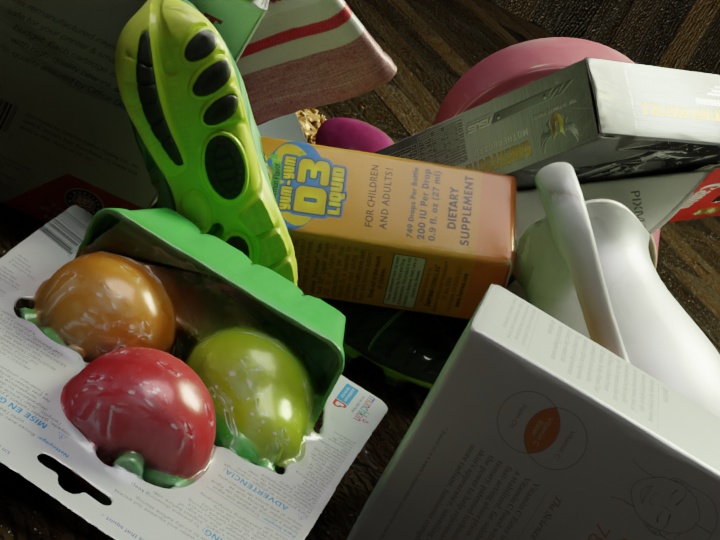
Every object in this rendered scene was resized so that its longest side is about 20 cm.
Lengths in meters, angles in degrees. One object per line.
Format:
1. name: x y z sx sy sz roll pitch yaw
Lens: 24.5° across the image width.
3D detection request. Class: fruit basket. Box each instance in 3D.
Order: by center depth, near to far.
1. fruit basket: -0.092 0.056 0.716 0.184 0.094 0.200 30 31 4

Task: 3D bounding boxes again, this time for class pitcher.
1. pitcher: 0.136 0.054 0.883 0.172 0.120 0.202 51 23 -62

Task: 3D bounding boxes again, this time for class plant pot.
1. plant pot: 0.156 -0.055 1.299 0.198 0.201 0.180 25 31 -16

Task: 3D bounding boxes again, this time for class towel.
1. towel: -0.090 -0.154 0.940 0.200 0.143 0.023 46 41 -38

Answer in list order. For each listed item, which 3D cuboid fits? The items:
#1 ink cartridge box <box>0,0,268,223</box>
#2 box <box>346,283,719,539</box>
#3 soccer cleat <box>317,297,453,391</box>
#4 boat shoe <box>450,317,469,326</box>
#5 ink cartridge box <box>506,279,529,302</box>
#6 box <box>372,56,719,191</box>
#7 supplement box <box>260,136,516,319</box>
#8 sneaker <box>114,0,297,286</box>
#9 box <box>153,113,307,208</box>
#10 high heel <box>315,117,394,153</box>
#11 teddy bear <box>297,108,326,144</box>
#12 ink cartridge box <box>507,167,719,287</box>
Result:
1. ink cartridge box: -0.148 -0.124 0.889 0.146 0.200 0.083 26 40 -14
2. box: 0.112 0.117 0.774 0.199 0.125 0.097 31 15 4
3. soccer cleat: 0.000 0.000 1.014 0.067 0.082 0.200 11 24 -48
4. boat shoe: 0.130 0.032 1.181 0.198 0.073 0.068 19 26 -10
5. ink cartridge box: 0.181 0.095 1.040 0.200 0.085 0.145 39 19 32
6. box: 0.125 -0.073 1.029 0.157 0.049 0.199 -1 -13 -41
7. supplement box: -0.012 -0.026 0.956 0.198 0.069 0.067 7 57 -2
8. sneaker: -0.074 -0.046 0.832 0.073 0.202 0.084 -7 29 0
9. box: -0.113 -0.118 1.097 0.200 0.051 0.159 -4 70 -65
10. high heel: -0.013 -0.044 1.156 0.095 0.068 0.201 -7 44 -27
11. teddy bear: -0.081 -0.137 1.320 0.200 0.067 0.144 40 16 29
12. ink cartridge box: 0.174 -0.023 1.074 0.198 0.051 0.161 -5 -10 -8
